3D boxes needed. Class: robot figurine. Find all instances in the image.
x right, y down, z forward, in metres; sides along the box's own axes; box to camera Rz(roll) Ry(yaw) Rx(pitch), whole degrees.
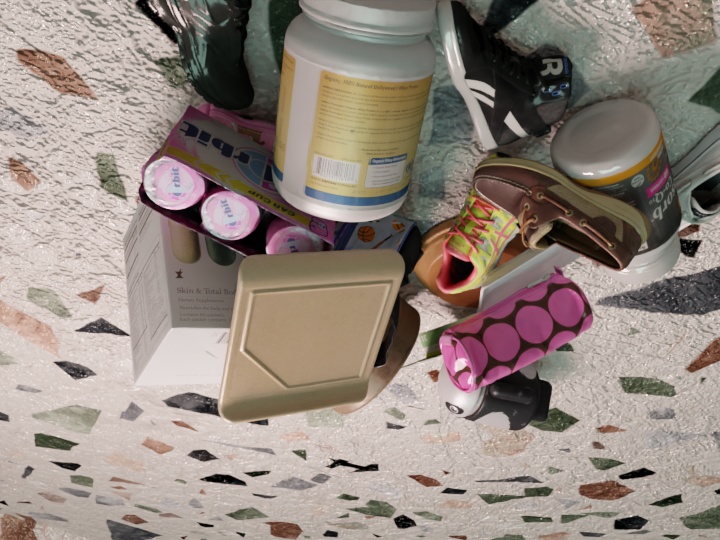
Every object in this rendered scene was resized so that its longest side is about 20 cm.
[{"bbox_3d":[0.232,0.210,1.192,0.198,0.125,0.151,16,130,-15],"label":"robot figurine"}]

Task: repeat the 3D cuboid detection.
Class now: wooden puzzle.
[{"bbox_3d":[-0.056,0.068,0.736,0.184,0.037,0.201,-4,123,-28],"label":"wooden puzzle"}]

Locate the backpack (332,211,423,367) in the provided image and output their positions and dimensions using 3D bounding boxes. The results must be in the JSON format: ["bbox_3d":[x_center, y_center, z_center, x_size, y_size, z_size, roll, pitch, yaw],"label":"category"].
[{"bbox_3d":[0.000,0.000,0.866,0.153,0.201,0.191,22,161,-1],"label":"backpack"}]

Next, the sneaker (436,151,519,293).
[{"bbox_3d":[0.146,-0.048,0.841,0.078,0.090,0.201,34,130,30],"label":"sneaker"}]

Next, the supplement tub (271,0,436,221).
[{"bbox_3d":[-0.007,-0.165,0.662,0.143,0.145,0.201,8,123,-5],"label":"supplement tub"}]

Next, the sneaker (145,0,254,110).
[{"bbox_3d":[-0.142,-0.242,0.675,0.090,0.076,0.200,-12,143,11],"label":"sneaker"}]

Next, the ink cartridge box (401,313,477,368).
[{"bbox_3d":[0.140,0.100,1.025,0.199,0.048,0.145,-8,167,-40],"label":"ink cartridge box"}]

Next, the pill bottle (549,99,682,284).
[{"bbox_3d":[0.298,-0.083,0.778,0.116,0.117,0.200,-15,133,25],"label":"pill bottle"}]

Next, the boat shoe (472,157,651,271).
[{"bbox_3d":[0.199,-0.057,0.727,0.199,0.072,0.072,29,158,24],"label":"boat shoe"}]

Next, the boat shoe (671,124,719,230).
[{"bbox_3d":[0.399,-0.090,0.814,0.073,0.066,0.201,9,144,-6],"label":"boat shoe"}]

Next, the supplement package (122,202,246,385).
[{"bbox_3d":[-0.182,0.012,0.807,0.151,0.201,0.151,4,147,-33],"label":"supplement package"}]

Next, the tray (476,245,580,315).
[{"bbox_3d":[0.233,-0.012,0.898,0.199,0.022,0.108,-30,156,-8],"label":"tray"}]

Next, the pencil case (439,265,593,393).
[{"bbox_3d":[0.198,0.076,0.891,0.199,0.091,0.094,-27,110,-16],"label":"pencil case"}]

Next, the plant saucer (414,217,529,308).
[{"bbox_3d":[0.174,-0.003,0.986,0.198,0.038,0.201,4,144,3],"label":"plant saucer"}]

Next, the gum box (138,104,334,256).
[{"bbox_3d":[-0.125,-0.082,0.721,0.199,0.114,0.066,28,122,-18],"label":"gum box"}]

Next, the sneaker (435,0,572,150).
[{"bbox_3d":[0.152,-0.208,0.687,0.111,0.074,0.200,-14,150,19],"label":"sneaker"}]

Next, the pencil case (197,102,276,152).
[{"bbox_3d":[-0.095,-0.137,0.801,0.198,0.083,0.087,12,105,-8],"label":"pencil case"}]

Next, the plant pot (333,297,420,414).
[{"bbox_3d":[-0.037,0.086,1.027,0.174,0.201,0.200,40,134,-16],"label":"plant pot"}]
